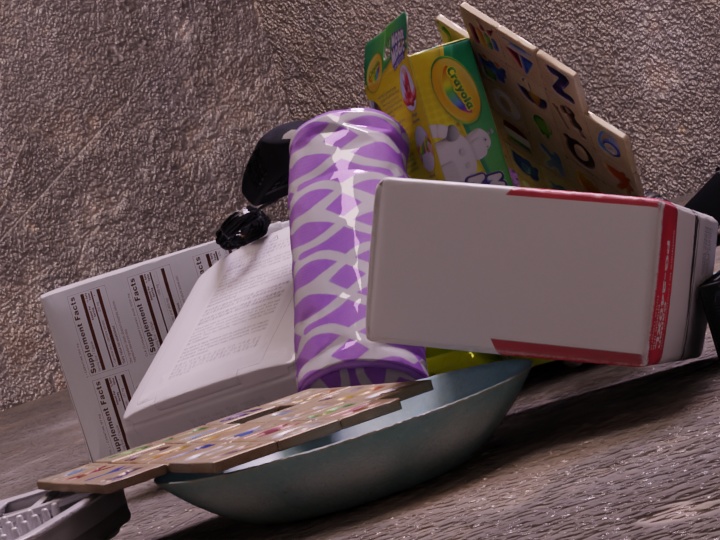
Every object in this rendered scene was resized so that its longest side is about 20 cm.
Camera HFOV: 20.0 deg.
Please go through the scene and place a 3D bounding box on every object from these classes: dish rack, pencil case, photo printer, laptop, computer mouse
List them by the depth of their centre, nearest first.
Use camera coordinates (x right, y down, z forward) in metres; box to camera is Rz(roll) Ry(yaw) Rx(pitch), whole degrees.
[{"bbox_3d":[-0.205,0.153,1.016,0.170,0.044,0.200,-16,2,12],"label":"dish rack"},{"bbox_3d":[0.000,0.000,1.227,0.083,0.202,0.086,-16,-34,21],"label":"pencil case"},{"bbox_3d":[-0.064,-0.058,1.378,0.058,0.034,0.200,-24,-9,-26],"label":"computer mouse"},{"bbox_3d":[-0.059,0.042,1.390,0.165,0.070,0.201,-20,28,31],"label":"photo printer"},{"bbox_3d":[0.415,-0.053,2.103,0.198,0.117,0.187,12,-4,-11],"label":"laptop"}]

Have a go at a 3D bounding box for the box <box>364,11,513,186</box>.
[{"bbox_3d":[0.055,-0.062,1.297,0.048,0.202,0.117,-18,0,-15],"label":"box"}]

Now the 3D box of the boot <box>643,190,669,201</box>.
[{"bbox_3d":[0.180,-0.013,1.901,0.210,0.080,0.157,-1,20,44],"label":"boot"}]

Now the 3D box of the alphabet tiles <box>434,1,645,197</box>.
[{"bbox_3d":[0.119,-0.080,1.280,0.006,0.166,0.201,-43,-37,-14],"label":"alphabet tiles"}]

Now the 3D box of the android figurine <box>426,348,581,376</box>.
[{"bbox_3d":[0.123,0.042,1.338,0.181,0.041,0.199,-18,1,-36],"label":"android figurine"}]

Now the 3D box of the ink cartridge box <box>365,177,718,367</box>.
[{"bbox_3d":[0.100,0.003,1.067,0.144,0.084,0.200,4,-1,18],"label":"ink cartridge box"}]

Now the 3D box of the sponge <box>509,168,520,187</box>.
[{"bbox_3d":[0.153,-0.049,1.477,0.030,0.200,0.111,-48,-11,23],"label":"sponge"}]

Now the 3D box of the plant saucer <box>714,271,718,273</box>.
[{"bbox_3d":[0.296,-0.001,1.375,0.069,0.019,0.200,-18,1,-16],"label":"plant saucer"}]

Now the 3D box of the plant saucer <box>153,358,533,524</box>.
[{"bbox_3d":[-0.004,0.092,1.026,0.199,0.039,0.201,-18,1,0],"label":"plant saucer"}]

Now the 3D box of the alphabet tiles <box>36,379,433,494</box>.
[{"bbox_3d":[-0.062,0.084,1.029,0.166,0.008,0.200,-17,2,-24],"label":"alphabet tiles"}]

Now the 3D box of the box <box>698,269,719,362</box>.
[{"bbox_3d":[0.282,-0.004,1.127,0.159,0.044,0.200,-17,1,21],"label":"box"}]

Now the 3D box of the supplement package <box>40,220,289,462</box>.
[{"bbox_3d":[-0.127,0.056,1.650,0.198,0.149,0.191,-17,1,5],"label":"supplement package"}]
